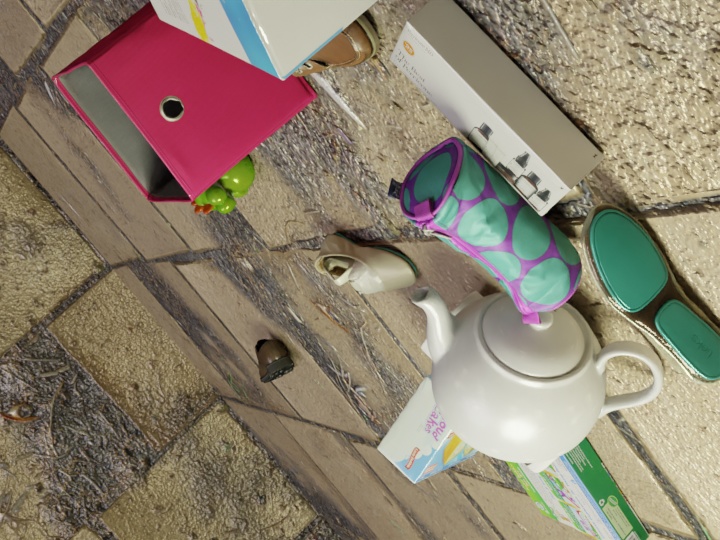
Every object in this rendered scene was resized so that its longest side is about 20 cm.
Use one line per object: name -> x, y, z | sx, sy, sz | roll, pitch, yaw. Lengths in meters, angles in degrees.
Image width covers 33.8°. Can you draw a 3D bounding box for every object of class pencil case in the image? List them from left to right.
pencil case -> 0.121, -0.036, 1.101 | 0.200, 0.093, 0.085 | 36, 159, -35

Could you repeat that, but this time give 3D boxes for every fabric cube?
fabric cube -> -0.210, -0.217, 1.404 | 0.196, 0.199, 0.200 | 54, 162, -19

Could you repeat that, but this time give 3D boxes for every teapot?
teapot -> 0.174, 0.091, 1.218 | 0.198, 0.200, 0.146 | 54, 150, 30

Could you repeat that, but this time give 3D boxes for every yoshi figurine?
yoshi figurine -> -0.213, -0.152, 1.775 | 0.200, 0.112, 0.112 | 47, 129, 55

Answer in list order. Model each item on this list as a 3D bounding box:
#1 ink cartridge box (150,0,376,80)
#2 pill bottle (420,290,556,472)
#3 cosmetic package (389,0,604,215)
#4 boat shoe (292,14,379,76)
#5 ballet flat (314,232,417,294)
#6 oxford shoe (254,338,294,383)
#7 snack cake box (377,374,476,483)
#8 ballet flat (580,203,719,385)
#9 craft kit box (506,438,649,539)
ink cartridge box -> -0.103, -0.295, 1.063 | 0.200, 0.147, 0.146 | 31, 157, 40
pill bottle -> 0.172, 0.126, 1.379 | 0.200, 0.114, 0.114 | 44, 163, 8
cosmetic package -> 0.115, -0.143, 1.035 | 0.200, 0.051, 0.083 | 46, 162, 4
boat shoe -> -0.054, -0.229, 1.221 | 0.200, 0.068, 0.072 | 15, 142, 59
ballet flat -> 0.000, 0.000, 1.596 | 0.200, 0.069, 0.070 | 19, 147, 56
oxford shoe -> -0.181, 0.180, 2.438 | 0.085, 0.073, 0.200 | 62, 163, 9
snack cake box -> 0.114, 0.186, 1.490 | 0.067, 0.115, 0.200 | 41, -161, 20
ballet flat -> 0.253, 0.025, 1.055 | 0.200, 0.067, 0.062 | 51, 172, -11
craft kit box -> 0.269, 0.276, 1.596 | 0.200, 0.049, 0.197 | 55, 159, -23
